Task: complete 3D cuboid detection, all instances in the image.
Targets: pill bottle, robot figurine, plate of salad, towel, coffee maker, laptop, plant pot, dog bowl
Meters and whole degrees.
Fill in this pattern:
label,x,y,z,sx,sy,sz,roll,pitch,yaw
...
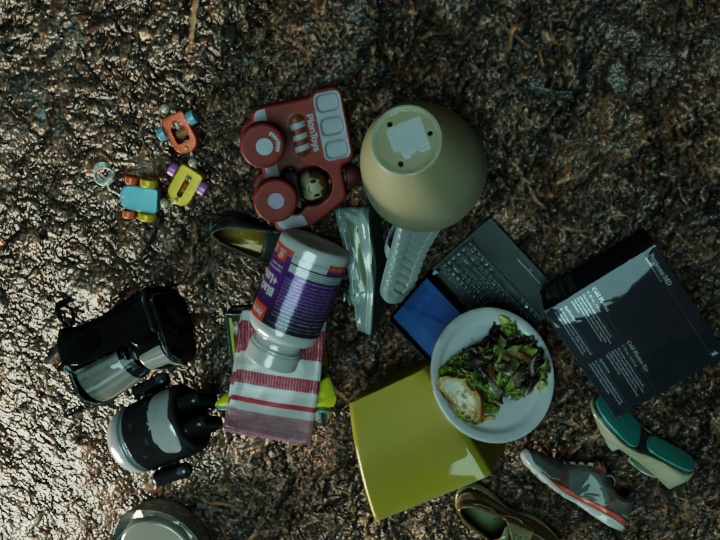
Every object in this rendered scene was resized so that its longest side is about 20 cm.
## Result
label,x,y,z,sx,sy,sz,roll,pitch,yaw
pill bottle,-0.101,0.048,1.446,0.111,0.111,0.201,23,102,5
robot figurine,-0.334,0.269,1.634,0.199,0.151,0.125,-24,124,19
plate of salad,0.199,0.151,1.405,0.199,0.048,0.201,4,75,-16
towel,-0.134,0.165,1.512,0.143,0.023,0.201,7,84,9
coffee maker,-0.393,0.102,1.583,0.200,0.135,0.193,-28,100,20
laptop,0.178,0.058,1.449,0.200,0.103,0.177,-42,96,22
plant pot,0.075,-0.159,1.316,0.186,0.200,0.188,-1,84,10
plant pot,0.093,0.242,1.494,0.199,0.200,0.177,-27,90,20
dog bowl,-0.366,0.510,1.758,0.199,0.059,0.201,4,109,12

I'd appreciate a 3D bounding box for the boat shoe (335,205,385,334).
label,x,y,z,sx,sy,sz,roll,pitch,yaw
boat shoe,-0.001,0.000,1.491,0.064,0.074,0.203,0,105,19

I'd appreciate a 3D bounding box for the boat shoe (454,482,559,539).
label,x,y,z,sx,sy,sz,roll,pitch,yaw
boat shoe,0.238,0.430,1.580,0.200,0.074,0.076,31,113,1

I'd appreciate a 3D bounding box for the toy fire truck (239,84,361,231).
label,x,y,z,sx,sy,sz,roll,pitch,yaw
toy fire truck,-0.088,-0.164,1.442,0.167,0.112,0.201,-13,107,-2

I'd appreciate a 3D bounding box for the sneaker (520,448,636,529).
label,x,y,z,sx,sy,sz,roll,pitch,yaw
sneaker,0.350,0.329,1.534,0.200,0.077,0.082,33,86,-1

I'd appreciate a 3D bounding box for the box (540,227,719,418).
label,x,y,z,sx,sy,sz,roll,pitch,yaw
box,0.392,0.076,1.396,0.182,0.104,0.200,-32,99,15

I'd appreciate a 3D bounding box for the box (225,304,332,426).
label,x,y,z,sx,sy,sz,roll,pitch,yaw
box,-0.134,0.157,1.589,0.160,0.044,0.201,0,108,14

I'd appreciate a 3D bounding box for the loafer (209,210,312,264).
label,x,y,z,sx,sy,sz,roll,pitch,yaw
loafer,-0.142,-0.035,1.509,0.199,0.072,0.073,14,110,7

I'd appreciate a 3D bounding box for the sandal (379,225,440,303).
label,x,y,z,sx,sy,sz,roll,pitch,yaw
sandal,0.069,-0.047,1.465,0.050,0.082,0.203,38,112,45

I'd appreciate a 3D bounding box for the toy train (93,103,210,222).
label,x,y,z,sx,sy,sz,roll,pitch,yaw
toy train,-0.314,-0.166,1.517,0.200,0.056,0.151,-29,99,17

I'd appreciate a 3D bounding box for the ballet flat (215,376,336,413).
label,x,y,z,sx,sy,sz,roll,pitch,yaw
ballet flat,-0.136,0.194,1.552,0.199,0.067,0.067,0,87,10

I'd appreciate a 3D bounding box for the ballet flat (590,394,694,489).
label,x,y,z,sx,sy,sz,roll,pitch,yaw
ballet flat,0.424,0.271,1.491,0.200,0.069,0.070,37,113,-2
